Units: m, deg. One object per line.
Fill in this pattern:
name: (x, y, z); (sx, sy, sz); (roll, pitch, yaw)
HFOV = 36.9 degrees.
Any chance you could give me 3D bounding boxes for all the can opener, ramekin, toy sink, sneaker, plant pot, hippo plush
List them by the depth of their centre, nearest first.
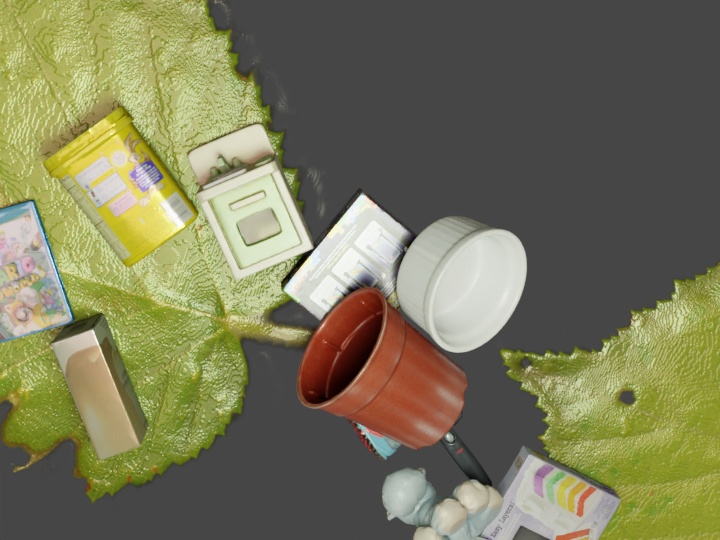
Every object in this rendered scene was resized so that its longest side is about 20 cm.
plant pot: (0.042, 0.160, 1.613); (0.195, 0.201, 0.201); (35, 98, -25)
toy sink: (-0.169, -0.106, 1.627); (0.130, 0.112, 0.200); (-22, 102, 1)
ramekin: (0.149, 0.014, 1.638); (0.200, 0.098, 0.201); (-22, 127, -32)
hippo plush: (0.125, 0.373, 1.727); (0.159, 0.161, 0.200); (-48, 144, -2)
sneaker: (0.011, 0.202, 1.732); (0.095, 0.079, 0.200); (-36, 106, -14)
can opener: (0.154, 0.281, 1.751); (0.079, 0.063, 0.200); (-32, 101, 3)

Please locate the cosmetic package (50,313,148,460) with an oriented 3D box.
cosmetic package: (-0.402, 0.179, 1.675); (0.071, 0.105, 0.200); (-19, 104, 0)

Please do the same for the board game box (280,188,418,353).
board game box: (0.000, 0.000, 1.688); (0.165, 0.057, 0.200); (39, 96, -12)

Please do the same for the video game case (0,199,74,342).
video game case: (-0.544, 0.005, 1.673); (0.143, 0.018, 0.200); (-16, 102, 0)

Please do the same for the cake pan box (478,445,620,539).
cake pan box: (0.304, 0.417, 1.796); (0.184, 0.052, 0.200); (29, 99, -7)

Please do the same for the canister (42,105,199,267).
canister: (-0.357, -0.123, 1.626); (0.148, 0.087, 0.200); (-35, 103, 4)
